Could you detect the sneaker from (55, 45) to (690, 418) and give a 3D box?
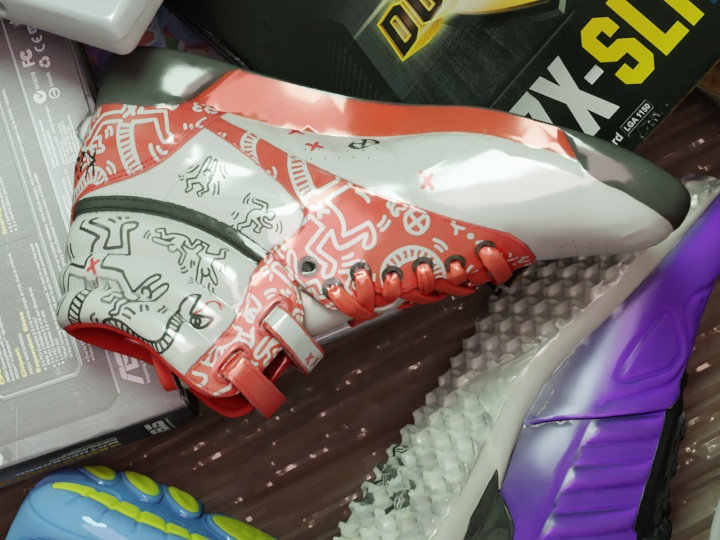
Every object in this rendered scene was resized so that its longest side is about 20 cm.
[{"bbox_3d":[0.000,0.000,0.917,0.200,0.067,0.109,12,77,11],"label":"sneaker"}]

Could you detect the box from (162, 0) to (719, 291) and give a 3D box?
[{"bbox_3d":[0.050,-0.113,0.940,0.159,0.049,0.200,40,123,-4],"label":"box"}]

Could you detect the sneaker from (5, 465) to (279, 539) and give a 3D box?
[{"bbox_3d":[-0.035,0.140,0.985,0.199,0.071,0.083,26,109,0],"label":"sneaker"}]

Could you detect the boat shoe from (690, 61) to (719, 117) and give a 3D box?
[{"bbox_3d":[0.136,-0.084,0.997,0.073,0.065,0.200,-44,68,0],"label":"boat shoe"}]

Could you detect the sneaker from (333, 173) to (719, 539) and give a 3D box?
[{"bbox_3d":[0.079,0.061,0.988,0.100,0.069,0.200,45,72,-21],"label":"sneaker"}]

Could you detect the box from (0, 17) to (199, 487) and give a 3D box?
[{"bbox_3d":[-0.159,-0.020,0.982,0.157,0.048,0.201,-19,83,0],"label":"box"}]

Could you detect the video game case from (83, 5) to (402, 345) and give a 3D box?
[{"bbox_3d":[-0.101,-0.016,1.016,0.199,0.018,0.144,-22,85,-2],"label":"video game case"}]

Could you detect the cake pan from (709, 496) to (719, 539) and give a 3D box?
[{"bbox_3d":[0.209,0.122,0.945,0.199,0.037,0.201,4,51,-5],"label":"cake pan"}]

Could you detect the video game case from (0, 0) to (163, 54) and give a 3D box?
[{"bbox_3d":[-0.107,-0.179,0.967,0.181,0.023,0.201,18,67,26],"label":"video game case"}]
